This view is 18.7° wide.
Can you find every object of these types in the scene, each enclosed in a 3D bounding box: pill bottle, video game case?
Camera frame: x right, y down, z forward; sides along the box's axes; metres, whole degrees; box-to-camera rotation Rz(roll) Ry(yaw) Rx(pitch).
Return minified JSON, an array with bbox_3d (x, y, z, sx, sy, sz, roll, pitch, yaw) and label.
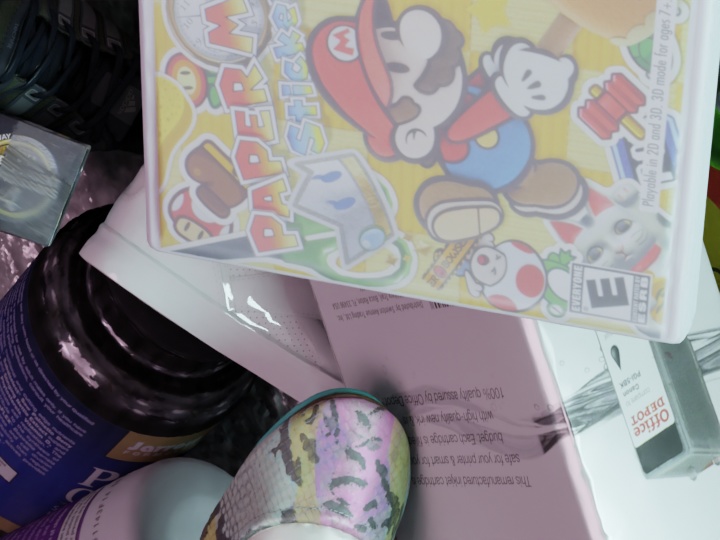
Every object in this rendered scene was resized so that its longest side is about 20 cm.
[{"bbox_3d":[-0.113,0.039,0.991,0.112,0.112,0.200,56,137,9],"label":"pill bottle"},{"bbox_3d":[0.018,-0.083,0.659,0.181,0.023,0.201,10,119,17],"label":"video game case"},{"bbox_3d":[-0.135,0.167,0.981,0.200,0.111,0.112,-27,89,31],"label":"pill bottle"}]

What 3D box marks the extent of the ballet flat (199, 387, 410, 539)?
[{"bbox_3d":[-0.040,0.131,0.817,0.069,0.071,0.200,25,126,-16],"label":"ballet flat"}]

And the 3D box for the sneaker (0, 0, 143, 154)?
[{"bbox_3d":[-0.130,-0.092,0.922,0.081,0.200,0.074,26,91,10],"label":"sneaker"}]

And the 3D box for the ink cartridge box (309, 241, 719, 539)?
[{"bbox_3d":[0.059,0.029,0.786,0.147,0.083,0.201,-11,98,62],"label":"ink cartridge box"}]

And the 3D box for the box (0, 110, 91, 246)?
[{"bbox_3d":[-0.197,-0.057,0.907,0.161,0.200,0.049,23,88,-9],"label":"box"}]

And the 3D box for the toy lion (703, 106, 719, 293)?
[{"bbox_3d":[0.131,-0.018,0.776,0.191,0.069,0.201,13,117,48],"label":"toy lion"}]

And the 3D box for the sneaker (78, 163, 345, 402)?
[{"bbox_3d":[0.000,0.000,0.881,0.200,0.116,0.074,34,177,-24],"label":"sneaker"}]
